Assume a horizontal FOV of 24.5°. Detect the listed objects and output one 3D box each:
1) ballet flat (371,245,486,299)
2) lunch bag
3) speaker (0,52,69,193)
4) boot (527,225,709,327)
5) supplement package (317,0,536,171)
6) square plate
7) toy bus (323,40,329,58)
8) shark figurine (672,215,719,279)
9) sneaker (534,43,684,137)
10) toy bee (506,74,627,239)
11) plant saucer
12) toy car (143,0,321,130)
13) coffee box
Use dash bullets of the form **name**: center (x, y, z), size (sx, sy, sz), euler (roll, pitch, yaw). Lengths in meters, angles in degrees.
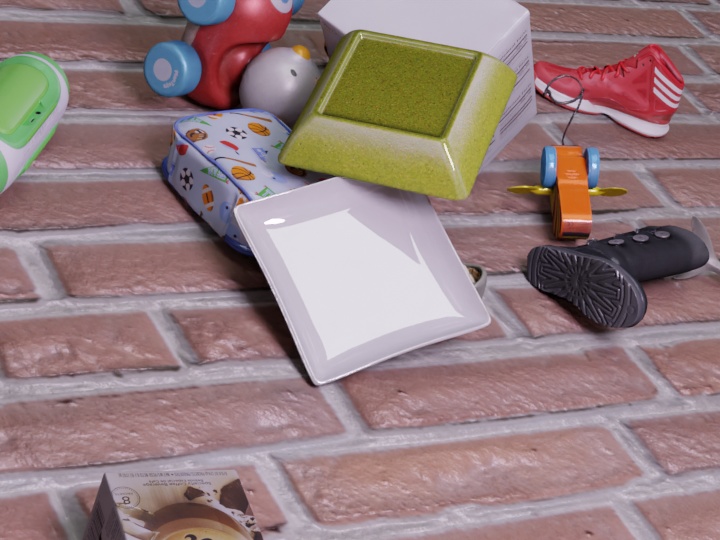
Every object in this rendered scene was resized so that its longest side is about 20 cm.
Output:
- **ballet flat**: center (0.034, 0.000, 1.673), size (0.199, 0.064, 0.067), euler (9, 35, -18)
- **lunch bag**: center (-0.099, -0.090, 1.720), size (0.160, 0.076, 0.200), euler (-10, 43, -41)
- **speaker**: center (-0.356, -0.144, 1.643), size (0.088, 0.089, 0.200), euler (21, 33, 0)
- **boot**: center (0.306, 0.002, 1.799), size (0.199, 0.066, 0.165), euler (-6, 27, -39)
- **supplement package**: center (0.079, -0.233, 1.865), size (0.191, 0.200, 0.147), euler (37, 73, 24)
- **square plate**: center (0.000, 0.000, 1.609), size (0.199, 0.028, 0.199), euler (-18, 69, -25)
- **toy bus**: center (0.056, -0.270, 2.053), size (0.199, 0.078, 0.065), euler (0, 39, -28)
- **shark figurine**: center (0.455, 0.026, 1.853), size (0.128, 0.090, 0.215), euler (1, 40, -30)
- **sneaker**: center (0.327, -0.260, 2.155), size (0.199, 0.116, 0.078), euler (19, 33, -4)
- **toy bee**: center (0.246, -0.107, 1.921), size (0.130, 0.109, 0.200), euler (19, 60, 10)
- **plant saucer**: center (0.040, -0.172, 1.671), size (0.199, 0.048, 0.200), euler (13, 50, 14)
- **toy car**: center (-0.097, -0.229, 1.830), size (0.200, 0.177, 0.184), euler (37, 26, 17)
- **coffee box**: center (-0.123, 0.245, 1.226), size (0.113, 0.080, 0.200), euler (2, 38, -28)
